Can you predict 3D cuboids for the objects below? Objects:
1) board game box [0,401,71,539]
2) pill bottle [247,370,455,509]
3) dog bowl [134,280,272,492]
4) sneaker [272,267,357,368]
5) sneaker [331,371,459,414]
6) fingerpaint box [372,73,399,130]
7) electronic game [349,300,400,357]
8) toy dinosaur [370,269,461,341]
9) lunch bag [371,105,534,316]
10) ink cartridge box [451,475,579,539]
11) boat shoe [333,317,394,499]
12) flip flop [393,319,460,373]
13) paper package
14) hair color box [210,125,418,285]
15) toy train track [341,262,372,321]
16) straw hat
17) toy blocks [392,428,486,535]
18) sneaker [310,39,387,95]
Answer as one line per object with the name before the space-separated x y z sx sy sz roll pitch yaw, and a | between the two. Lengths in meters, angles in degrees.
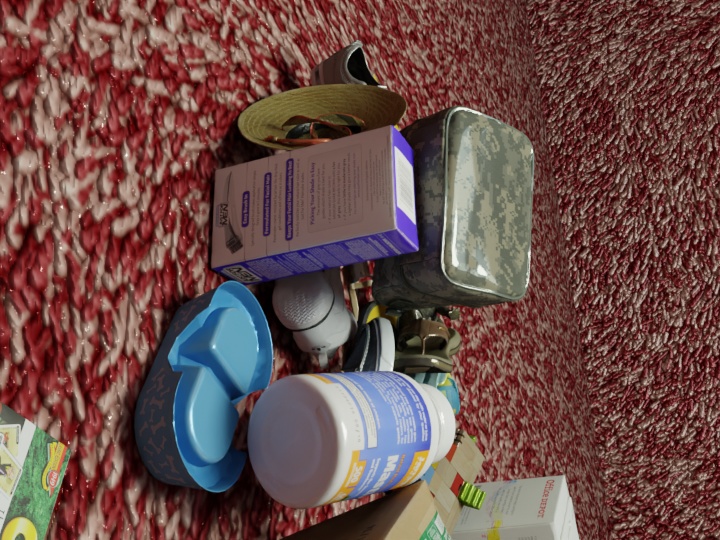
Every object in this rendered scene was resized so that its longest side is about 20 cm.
board game box | -0.237 0.174 0.506 0.105 0.023 0.201 57 30 -47
pill bottle | 0.002 0.149 0.796 0.200 0.112 0.113 6 72 -52
dog bowl | -0.135 0.099 0.755 0.201 0.049 0.112 -78 148 -46
sneaker | -0.052 0.012 0.979 0.115 0.075 0.201 70 15 -45
sneaker | 0.038 0.151 1.001 0.200 0.130 0.080 -15 100 -51
fingerpaint box | 0.001 -0.138 1.175 0.167 0.073 0.201 61 29 -35
electronic game | 0.037 0.139 1.166 0.200 0.041 0.201 -12 90 -69
toy dinosaur | 0.081 0.069 1.167 0.102 0.077 0.201 43 -21 49
lunch bag | 0.082 -0.058 0.920 0.139 0.167 0.201 14 73 -37
ink cartridge box | 0.204 0.394 1.232 0.145 0.199 0.145 -35 111 -66
boat shoe | -0.023 0.134 0.919 0.071 0.090 0.201 127 -23 -61
flip flop | 0.076 0.082 1.012 0.200 0.081 0.058 -25 113 -72
paper package | -0.019 0.291 0.740 0.104 0.190 0.200 62 22 1
hair color box | -0.047 -0.060 0.848 0.065 0.199 0.110 40 44 -59
toy train track | 0.000 0.000 1.008 0.200 0.032 0.115 140 -61 -85
straw hat | -0.040 -0.134 0.958 0.201 0.200 0.085 -65 153 -56
toy blocks | 0.090 0.274 1.144 0.137 0.100 0.201 54 54 -39
sneaker | 0.004 -0.185 1.035 0.075 0.082 0.201 -8 66 -48
